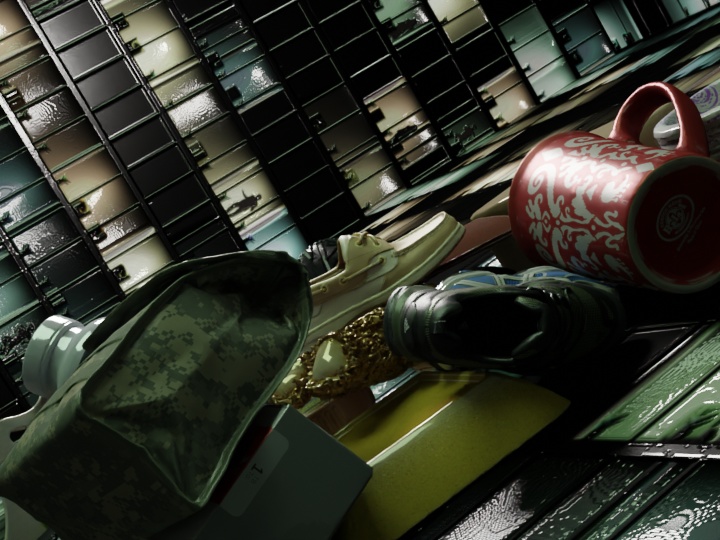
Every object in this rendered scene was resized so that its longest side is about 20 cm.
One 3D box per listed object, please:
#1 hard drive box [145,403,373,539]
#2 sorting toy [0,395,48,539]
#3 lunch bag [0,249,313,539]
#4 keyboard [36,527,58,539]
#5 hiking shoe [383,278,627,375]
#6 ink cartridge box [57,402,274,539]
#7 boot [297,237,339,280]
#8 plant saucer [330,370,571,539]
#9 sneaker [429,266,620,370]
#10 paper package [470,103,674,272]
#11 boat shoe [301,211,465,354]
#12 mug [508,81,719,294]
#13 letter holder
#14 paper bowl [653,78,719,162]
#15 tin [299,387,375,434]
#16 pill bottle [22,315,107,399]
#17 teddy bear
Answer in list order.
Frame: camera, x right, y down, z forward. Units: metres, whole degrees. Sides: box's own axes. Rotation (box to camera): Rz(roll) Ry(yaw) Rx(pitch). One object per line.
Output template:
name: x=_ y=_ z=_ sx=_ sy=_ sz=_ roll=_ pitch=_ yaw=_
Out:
hard drive box: x=-0.093 y=0.174 z=0.847 sx=0.156 sy=0.077 sz=0.200 roll=-54 pitch=14 yaw=-17
sorting toy: x=-0.290 y=0.210 z=1.199 sx=0.107 sy=0.180 sz=0.200 roll=-28 pitch=7 yaw=21
lunch bag: x=-0.131 y=0.076 z=0.820 sx=0.164 sy=0.118 sz=0.200 roll=-36 pitch=15 yaw=47
keyboard: x=-0.220 y=0.211 z=1.111 sx=0.104 sy=0.040 sz=0.200 roll=7 pitch=27 yaw=21
hiking shoe: x=0.121 y=0.046 z=0.885 sx=0.199 sy=0.076 sz=0.101 roll=-2 pitch=6 yaw=-25
ink cartridge box: x=-0.152 y=0.164 z=0.981 sx=0.044 sy=0.094 sz=0.200 roll=28 pitch=81 yaw=38
boot: x=-0.055 y=0.077 z=1.238 sx=0.200 sy=0.076 sz=0.169 roll=-54 pitch=-15 yaw=-54
plant saucer: x=0.030 y=0.133 z=0.921 sx=0.200 sy=0.049 sz=0.200 roll=-33 pitch=6 yaw=-19
sneaker: x=0.129 y=0.033 z=0.980 sx=0.199 sy=0.076 sz=0.077 roll=-17 pitch=13 yaw=-41
paper package: x=0.250 y=-0.081 z=1.295 sx=0.200 sy=0.104 sz=0.190 roll=-36 pitch=8 yaw=-31
boat shoe: x=0.000 y=0.000 z=1.077 sx=0.200 sy=0.069 sz=0.074 roll=-35 pitch=7 yaw=-9
mug: x=0.222 y=-0.068 z=1.021 sx=0.133 sy=0.178 sz=0.200 roll=-2 pitch=8 yaw=-15
letter holder: x=0.108 y=0.019 z=1.207 sx=0.142 sy=0.101 sz=0.200 roll=-29 pitch=7 yaw=-5
paper bowl: x=0.377 y=-0.134 z=1.109 sx=0.200 sy=0.105 sz=0.201 roll=-30 pitch=7 yaw=4
tin: x=-0.074 y=0.154 z=1.090 sx=0.200 sy=0.042 sz=0.112 roll=-32 pitch=4 yaw=-18
pill bottle: x=-0.219 y=0.110 z=1.176 sx=0.199 sy=0.112 sz=0.112 roll=17 pitch=24 yaw=15
teddy bear: x=0.012 y=0.072 z=1.009 sx=0.145 sy=0.067 sz=0.200 roll=-33 pitch=-6 yaw=25
